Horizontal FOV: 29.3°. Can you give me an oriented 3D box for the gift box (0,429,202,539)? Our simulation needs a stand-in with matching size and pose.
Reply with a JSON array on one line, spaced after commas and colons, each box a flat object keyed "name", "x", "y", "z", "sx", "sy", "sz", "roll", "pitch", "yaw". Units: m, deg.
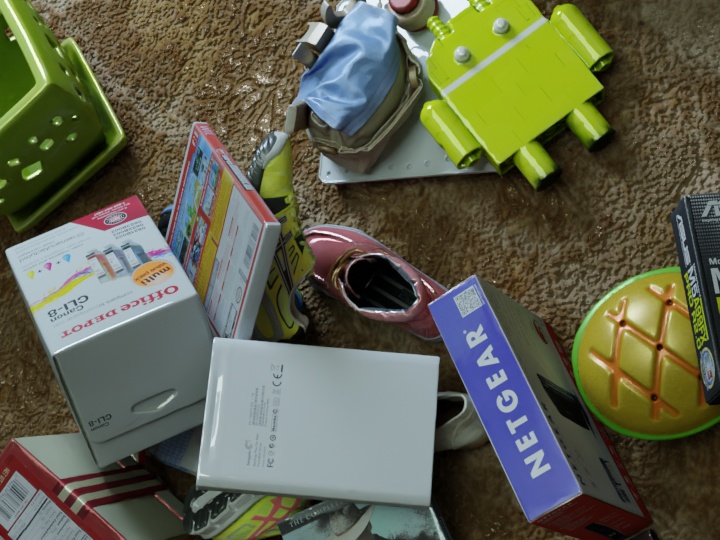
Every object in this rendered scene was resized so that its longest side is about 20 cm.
[{"name": "gift box", "x": -0.275, "y": 0.248, "z": 1.309, "sx": 0.200, "sy": 0.187, "sz": 0.185, "roll": 43, "pitch": 98, "yaw": 17}]

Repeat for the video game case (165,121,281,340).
[{"name": "video game case", "x": -0.132, "y": -0.030, "z": 1.281, "sx": 0.200, "sy": 0.017, "sz": 0.144, "roll": 52, "pitch": 133, "yaw": 48}]

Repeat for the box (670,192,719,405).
[{"name": "box", "x": 0.354, "y": 0.016, "z": 1.072, "sx": 0.199, "sy": 0.044, "sz": 0.161, "roll": -3, "pitch": 70, "yaw": -6}]

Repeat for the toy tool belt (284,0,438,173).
[{"name": "toy tool belt", "x": 0.000, "y": -0.202, "z": 1.313, "sx": 0.124, "sy": 0.123, "sz": 0.201, "roll": 24, "pitch": 87, "yaw": 32}]

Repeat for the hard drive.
[{"name": "hard drive", "x": -0.035, "y": 0.131, "z": 1.194, "sx": 0.199, "sy": 0.026, "sz": 0.133, "roll": 5, "pitch": 70, "yaw": 0}]

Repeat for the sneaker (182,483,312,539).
[{"name": "sneaker", "x": -0.069, "y": 0.196, "z": 1.272, "sx": 0.200, "sy": 0.090, "sz": 0.078, "roll": -32, "pitch": 39, "yaw": 30}]

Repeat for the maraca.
[{"name": "maraca", "x": 0.269, "y": 0.058, "z": 1.124, "sx": 0.199, "sy": 0.107, "sz": 0.138, "roll": -26, "pitch": 77, "yaw": 13}]

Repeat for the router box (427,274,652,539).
[{"name": "router box", "x": 0.149, "y": 0.119, "z": 1.127, "sx": 0.049, "sy": 0.179, "sz": 0.201, "roll": -33, "pitch": 62, "yaw": 16}]

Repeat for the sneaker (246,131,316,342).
[{"name": "sneaker", "x": -0.077, "y": -0.030, "z": 1.298, "sx": 0.076, "sy": 0.075, "sz": 0.201, "roll": 7, "pitch": 103, "yaw": 2}]

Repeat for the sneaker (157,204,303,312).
[{"name": "sneaker", "x": -0.144, "y": 0.001, "z": 1.387, "sx": 0.199, "sy": 0.071, "sz": 0.083, "roll": 40, "pitch": 89, "yaw": 29}]

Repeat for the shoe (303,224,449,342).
[{"name": "shoe", "x": 0.000, "y": 0.000, "z": 1.297, "sx": 0.200, "sy": 0.091, "sz": 0.072, "roll": 29, "pitch": 89, "yaw": 32}]

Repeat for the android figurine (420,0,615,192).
[{"name": "android figurine", "x": 0.141, "y": -0.175, "z": 1.280, "sx": 0.182, "sy": 0.041, "sz": 0.200, "roll": -34, "pitch": 72, "yaw": 0}]

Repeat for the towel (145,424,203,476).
[{"name": "towel", "x": -0.186, "y": 0.123, "z": 1.400, "sx": 0.199, "sy": 0.024, "sz": 0.148, "roll": 16, "pitch": 82, "yaw": 32}]

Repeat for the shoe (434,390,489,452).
[{"name": "shoe", "x": 0.024, "y": 0.142, "z": 1.261, "sx": 0.199, "sy": 0.053, "sz": 0.070, "roll": -14, "pitch": 68, "yaw": 24}]

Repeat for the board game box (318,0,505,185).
[{"name": "board game box", "x": 0.060, "y": -0.184, "z": 1.362, "sx": 0.199, "sy": 0.026, "sz": 0.201, "roll": -2, "pitch": 74, "yaw": 28}]

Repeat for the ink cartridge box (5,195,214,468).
[{"name": "ink cartridge box", "x": -0.229, "y": 0.055, "z": 1.310, "sx": 0.145, "sy": 0.145, "sz": 0.200, "roll": -24, "pitch": 38, "yaw": -14}]

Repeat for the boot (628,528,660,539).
[{"name": "boot", "x": 0.191, "y": 0.322, "z": 1.101, "sx": 0.166, "sy": 0.072, "sz": 0.201, "roll": -25, "pitch": 60, "yaw": 22}]

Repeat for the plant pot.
[{"name": "plant pot", "x": -0.384, "y": -0.173, "z": 1.509, "sx": 0.200, "sy": 0.181, "sz": 0.199, "roll": -39, "pitch": 59, "yaw": 12}]

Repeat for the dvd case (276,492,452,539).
[{"name": "dvd case", "x": 0.026, "y": 0.285, "z": 1.204, "sx": 0.145, "sy": 0.022, "sz": 0.201, "roll": -26, "pitch": 76, "yaw": 15}]
